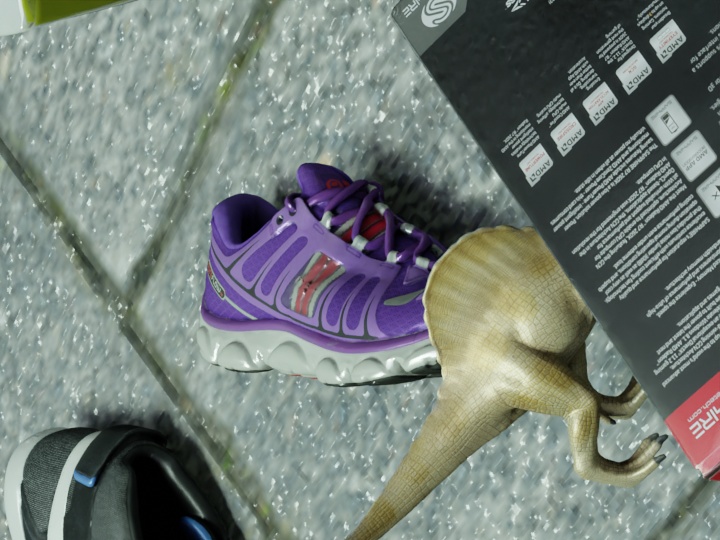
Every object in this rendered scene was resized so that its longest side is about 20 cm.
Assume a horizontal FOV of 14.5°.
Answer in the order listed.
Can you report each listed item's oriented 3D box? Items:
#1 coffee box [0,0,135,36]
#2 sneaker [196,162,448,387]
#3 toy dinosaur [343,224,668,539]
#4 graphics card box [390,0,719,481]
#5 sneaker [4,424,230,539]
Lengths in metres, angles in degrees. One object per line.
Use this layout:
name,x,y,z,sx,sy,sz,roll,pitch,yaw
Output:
coffee box,-0.121,-0.196,1.053,0.197,0.199,0.201,-2,104,49
sneaker,0.000,0.000,1.099,0.200,0.080,0.084,3,100,48
toy dinosaur,0.062,0.032,1.009,0.200,0.101,0.058,-59,16,9
graphics card box,0.109,-0.048,0.917,0.125,0.051,0.200,-44,65,22
sneaker,-0.100,0.169,1.287,0.112,0.073,0.201,-7,99,52
